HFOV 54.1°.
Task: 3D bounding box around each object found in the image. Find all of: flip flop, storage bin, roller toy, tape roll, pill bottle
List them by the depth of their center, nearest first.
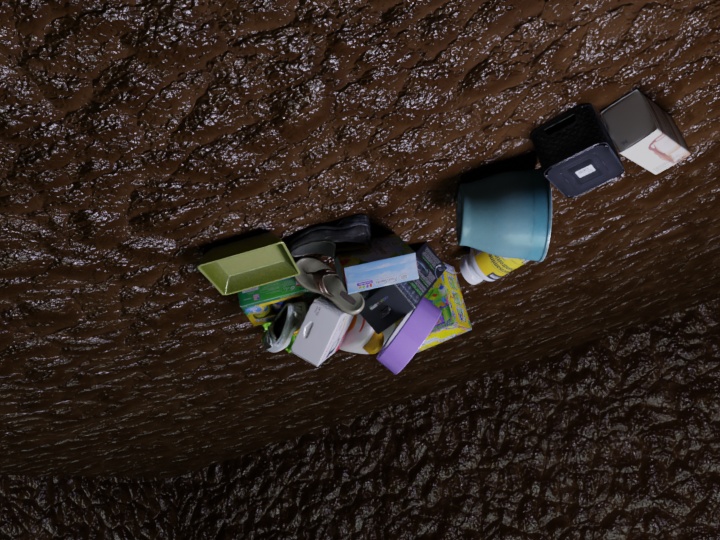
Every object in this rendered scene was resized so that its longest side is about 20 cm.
[{"bbox_3d":[0.451,-0.241,1.460,0.133,0.096,0.199,-25,157,26],"label":"storage bin"},{"bbox_3d":[-0.074,0.033,1.692,0.082,0.198,0.058,-52,176,-20],"label":"flip flop"},{"bbox_3d":[0.123,0.163,1.796,0.202,0.065,0.200,-54,178,-2],"label":"tape roll"},{"bbox_3d":[0.358,-0.041,1.857,0.110,0.114,0.199,6,150,-42],"label":"pill bottle"},{"bbox_3d":[-0.007,0.135,1.940,0.179,0.205,0.139,-12,163,33],"label":"roller toy"}]

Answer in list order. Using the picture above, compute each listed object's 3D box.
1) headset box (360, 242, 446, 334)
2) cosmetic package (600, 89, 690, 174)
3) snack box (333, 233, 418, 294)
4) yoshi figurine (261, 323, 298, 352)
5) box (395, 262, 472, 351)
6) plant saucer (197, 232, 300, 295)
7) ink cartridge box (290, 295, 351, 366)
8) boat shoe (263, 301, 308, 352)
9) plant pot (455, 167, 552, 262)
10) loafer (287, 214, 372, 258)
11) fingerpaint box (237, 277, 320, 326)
[{"bbox_3d":[0.102,0.049,1.805,0.174,0.093,0.200,-40,-176,46],"label":"headset box"},{"bbox_3d":[0.586,-0.279,1.443,0.087,0.105,0.198,-32,154,35],"label":"cosmetic package"},{"bbox_3d":[0.030,-0.020,1.618,0.165,0.069,0.200,-12,-162,-6],"label":"snack box"},{"bbox_3d":[-0.231,0.179,2.035,0.109,0.115,0.200,9,155,-14],"label":"yoshi figurine"},{"bbox_3d":[0.180,0.103,1.981,0.197,0.197,0.121,-25,156,28],"label":"box"},{"bbox_3d":[-0.251,-0.021,1.598,0.195,0.049,0.200,-16,158,1],"label":"plant saucer"},{"bbox_3d":[-0.086,0.141,1.786,0.150,0.084,0.200,-65,172,12],"label":"ink cartridge box"},{"bbox_3d":[-0.202,0.142,1.796,0.064,0.076,0.202,9,144,-34],"label":"boat shoe"},{"bbox_3d":[0.305,-0.123,1.542,0.183,0.205,0.201,1,159,3],"label":"plant pot"},{"bbox_3d":[-0.068,-0.062,1.582,0.196,0.074,0.073,-18,158,8],"label":"loafer"},{"bbox_3d":[-0.201,0.064,1.801,0.195,0.075,0.167,-14,159,-2],"label":"fingerpaint box"}]
